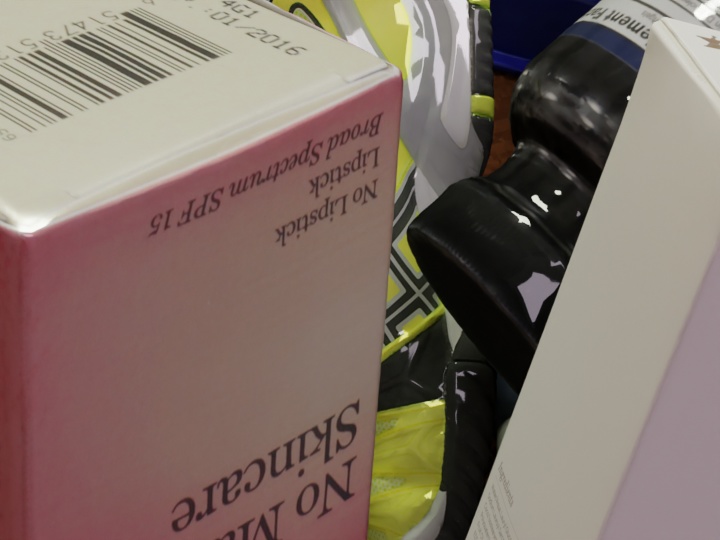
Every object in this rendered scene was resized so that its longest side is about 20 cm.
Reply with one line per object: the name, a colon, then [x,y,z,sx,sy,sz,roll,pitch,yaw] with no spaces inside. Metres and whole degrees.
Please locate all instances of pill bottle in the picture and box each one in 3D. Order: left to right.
pill bottle: [0.114,-0.043,0.720,0.200,0.112,0.112,-41,83,-7]

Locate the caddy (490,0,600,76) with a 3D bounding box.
caddy: [0.066,-0.137,0.833,0.199,0.141,0.106,14,68,-12]

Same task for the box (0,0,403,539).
box: [-0.073,0.035,0.657,0.109,0.201,0.128,28,39,34]

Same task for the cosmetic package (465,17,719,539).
cosmetic package: [0.097,0.051,0.641,0.107,0.201,0.085,11,24,-16]

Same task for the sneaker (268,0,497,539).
sneaker: [0.000,0.000,0.782,0.076,0.075,0.201,-1,84,-10]

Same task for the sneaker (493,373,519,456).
sneaker: [0.130,0.024,0.826,0.199,0.070,0.082,0,58,-24]
